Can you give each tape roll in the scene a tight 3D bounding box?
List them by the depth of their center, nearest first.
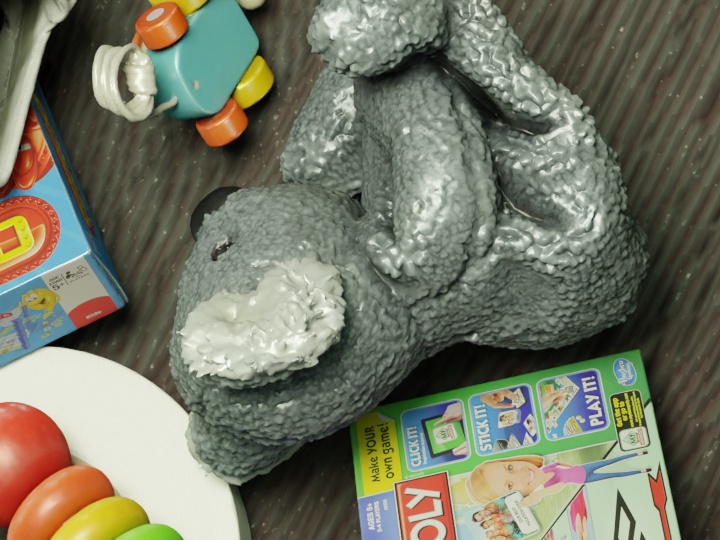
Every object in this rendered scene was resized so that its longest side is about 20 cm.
[{"bbox_3d":[-0.148,0.135,1.318,0.201,0.037,0.204,-2,75,8],"label":"tape roll"}]

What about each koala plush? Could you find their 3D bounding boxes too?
[{"bbox_3d":[0.000,0.000,1.251,0.200,0.178,0.184,-42,79,-20],"label":"koala plush"}]

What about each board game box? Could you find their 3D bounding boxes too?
[{"bbox_3d":[0.069,0.126,1.242,0.134,0.029,0.201,-12,43,4],"label":"board game box"},{"bbox_3d":[-0.232,-0.032,1.348,0.199,0.056,0.197,-26,60,1],"label":"board game box"}]

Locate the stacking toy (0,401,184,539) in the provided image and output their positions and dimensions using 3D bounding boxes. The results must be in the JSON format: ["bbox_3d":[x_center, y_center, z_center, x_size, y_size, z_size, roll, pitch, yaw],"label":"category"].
[{"bbox_3d":[-0.103,0.130,1.255,0.085,0.085,0.200,-45,69,-5],"label":"stacking toy"}]

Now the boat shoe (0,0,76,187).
[{"bbox_3d":[-0.155,-0.125,1.303,0.065,0.074,0.201,5,76,26],"label":"boat shoe"}]

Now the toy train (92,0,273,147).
[{"bbox_3d":[-0.098,-0.155,1.346,0.055,0.150,0.202,-8,76,36],"label":"toy train"}]
